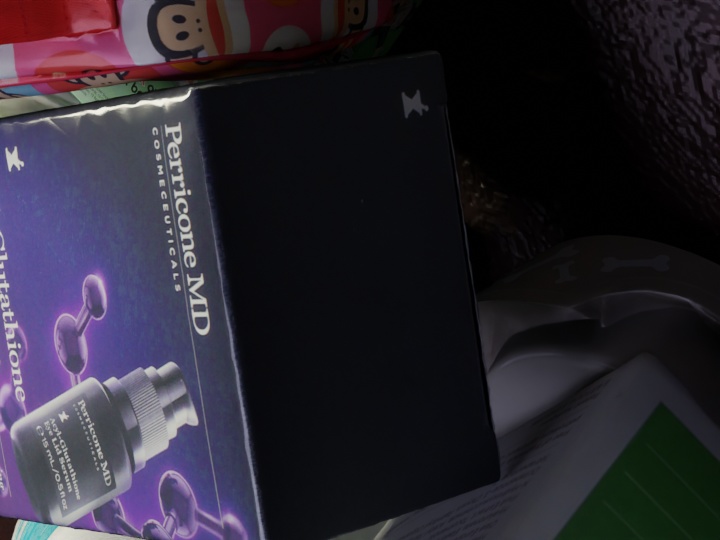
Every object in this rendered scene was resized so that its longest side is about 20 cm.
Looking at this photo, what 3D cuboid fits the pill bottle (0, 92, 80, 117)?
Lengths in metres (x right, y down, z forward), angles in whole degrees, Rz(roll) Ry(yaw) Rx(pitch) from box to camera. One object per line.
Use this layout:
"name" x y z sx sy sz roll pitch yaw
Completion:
"pill bottle" -0.186 -0.014 0.930 0.113 0.202 0.114 20 169 4

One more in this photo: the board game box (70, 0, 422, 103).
"board game box" -0.081 -0.126 0.776 0.200 0.029 0.135 45 116 16

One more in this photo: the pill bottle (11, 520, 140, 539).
"pill bottle" -0.114 0.158 0.951 0.111 0.110 0.200 57 170 -9

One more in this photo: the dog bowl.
"dog bowl" 0.114 0.073 0.729 0.199 0.059 0.201 31 146 23

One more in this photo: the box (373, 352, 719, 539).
"box" 0.077 0.177 0.671 0.199 0.171 0.200 45 149 -1

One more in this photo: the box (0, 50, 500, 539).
"box" -0.060 0.009 0.674 0.199 0.104 0.150 -4 97 52

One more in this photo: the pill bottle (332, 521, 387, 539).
"pill bottle" -0.008 0.169 0.979 0.112 0.112 0.200 46 150 11

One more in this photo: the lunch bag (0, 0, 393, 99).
"lunch bag" -0.104 -0.098 0.676 0.198 0.176 0.083 -2 101 28
